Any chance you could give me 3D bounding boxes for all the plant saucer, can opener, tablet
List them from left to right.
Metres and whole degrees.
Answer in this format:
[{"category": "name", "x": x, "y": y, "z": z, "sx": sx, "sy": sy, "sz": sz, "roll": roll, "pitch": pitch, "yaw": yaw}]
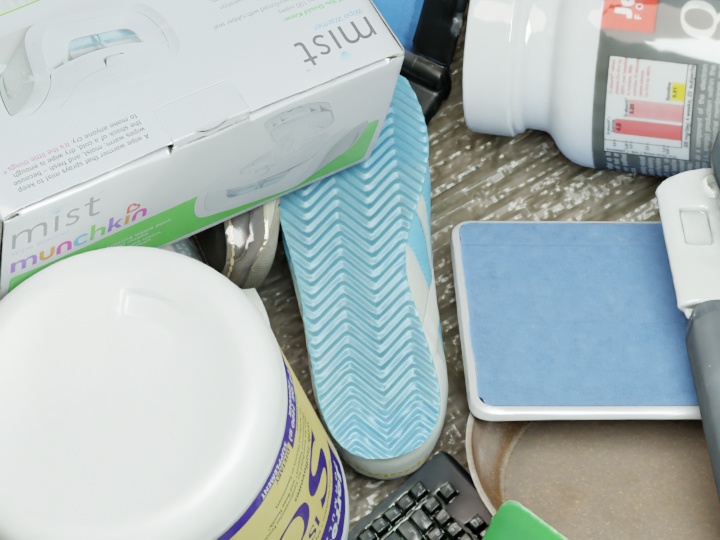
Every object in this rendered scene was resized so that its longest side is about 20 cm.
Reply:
[{"category": "tablet", "x": 0.145, "y": 0.023, "z": 1.212, "sx": 0.199, "sy": 0.014, "sz": 0.131, "roll": 0, "pitch": 43, "yaw": -4}, {"category": "plant saucer", "x": 0.144, "y": 0.096, "z": 1.164, "sx": 0.199, "sy": 0.035, "sz": 0.201, "roll": 5, "pitch": 37, "yaw": -3}, {"category": "can opener", "x": 0.171, "y": 0.023, "z": 1.136, "sx": 0.053, "sy": 0.067, "sz": 0.201, "roll": 0, "pitch": 50, "yaw": -8}]

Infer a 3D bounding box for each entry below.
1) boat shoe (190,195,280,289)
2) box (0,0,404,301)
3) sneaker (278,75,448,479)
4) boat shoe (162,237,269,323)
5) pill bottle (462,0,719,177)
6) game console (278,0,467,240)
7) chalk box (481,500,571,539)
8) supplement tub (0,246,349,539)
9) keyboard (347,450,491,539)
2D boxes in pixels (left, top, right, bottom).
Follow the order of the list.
[{"category": "boat shoe", "x": -0.097, "y": -0.072, "z": 1.234, "sx": 0.073, "sy": 0.075, "sz": 0.201, "roll": -10, "pitch": 57, "yaw": -23}, {"category": "box", "x": -0.111, "y": -0.104, "z": 1.149, "sx": 0.199, "sy": 0.097, "sz": 0.177, "roll": -25, "pitch": 69, "yaw": -23}, {"category": "sneaker", "x": 0.000, "y": 0.000, "z": 1.231, "sx": 0.076, "sy": 0.081, "sz": 0.201, "roll": -3, "pitch": 72, "yaw": 1}, {"category": "boat shoe", "x": -0.110, "y": -0.019, "z": 1.273, "sx": 0.072, "sy": 0.069, "sz": 0.200, "roll": -16, "pitch": 65, "yaw": -45}, {"category": "pill bottle", "x": 0.154, "y": -0.102, "z": 1.252, "sx": 0.199, "sy": 0.116, "sz": 0.116, "roll": 7, "pitch": 65, "yaw": 10}, {"category": "game console", "x": -0.057, "y": -0.136, "z": 1.294, "sx": 0.199, "sy": 0.117, "sz": 0.176, "roll": 28, "pitch": 70, "yaw": 19}, {"category": "chalk box", "x": 0.038, "y": 0.193, "z": 1.078, "sx": 0.125, "sy": 0.124, "sz": 0.201, "roll": 35, "pitch": 99, "yaw": 21}, {"category": "supplement tub", "x": -0.085, "y": 0.092, "z": 1.135, "sx": 0.145, "sy": 0.200, "sz": 0.146, "roll": -5, "pitch": 64, "yaw": 10}, {"category": "keyboard", "x": 0.095, "y": 0.158, "z": 1.187, "sx": 0.127, "sy": 0.021, "sz": 0.200, "roll": -39, "pitch": 67, "yaw": -12}]
